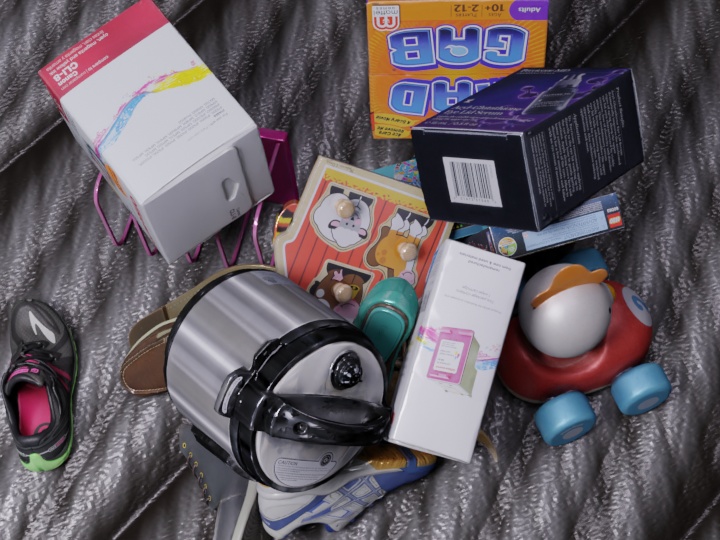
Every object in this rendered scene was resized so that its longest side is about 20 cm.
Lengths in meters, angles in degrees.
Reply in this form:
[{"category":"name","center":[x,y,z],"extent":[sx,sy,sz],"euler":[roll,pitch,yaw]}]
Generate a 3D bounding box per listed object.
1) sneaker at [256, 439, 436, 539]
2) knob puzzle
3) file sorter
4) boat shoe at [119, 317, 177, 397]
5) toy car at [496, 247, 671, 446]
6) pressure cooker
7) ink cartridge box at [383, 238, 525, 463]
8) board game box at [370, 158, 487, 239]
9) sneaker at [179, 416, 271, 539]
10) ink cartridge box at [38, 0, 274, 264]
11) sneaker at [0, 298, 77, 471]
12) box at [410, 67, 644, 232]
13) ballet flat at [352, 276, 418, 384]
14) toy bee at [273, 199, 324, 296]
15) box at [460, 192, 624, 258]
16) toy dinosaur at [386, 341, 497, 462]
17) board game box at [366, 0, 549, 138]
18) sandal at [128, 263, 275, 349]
[{"category":"sneaker","center":[-0.016,0.221,1.285],"extent":[0.198,0.089,0.075],"euler":[-6,23,-23]},{"category":"knob puzzle","center":[0.000,0.000,1.298],"extent":[0.218,0.221,0.030],"euler":[-29,29,-12]},{"category":"file sorter","center":[-0.186,-0.084,1.417],"extent":[0.198,0.139,0.127],"euler":[11,64,9]},{"category":"boat shoe","center":[-0.178,0.083,1.323],"extent":[0.201,0.075,0.075],"euler":[-27,99,16]},{"category":"toy car","center":[0.226,0.046,1.286],"extent":[0.175,0.201,0.186],"euler":[-19,62,-7]},{"category":"pressure cooker","center":[-0.073,0.109,1.179],"extent":[0.175,0.180,0.199],"euler":[-34,43,-25]},{"category":"ink cartridge box","center":[0.089,0.083,1.234],"extent":[0.084,0.145,0.202],"euler":[18,85,0]},{"category":"board game box","center":[0.085,-0.083,1.409],"extent":[0.198,0.047,0.151],"euler":[-15,26,-5]},{"category":"sneaker","center":[-0.145,0.230,1.292],"extent":[0.105,0.075,0.202],"euler":[2,62,19]},{"category":"ink cartridge box","center":[-0.206,-0.142,1.290],"extent":[0.144,0.146,0.200],"euler":[-36,68,-11]},{"category":"sneaker","center":[-0.348,0.114,1.349],"extent":[0.076,0.084,0.202],"euler":[-13,62,-4]},{"category":"box","center":[0.174,-0.129,1.275],"extent":[0.147,0.105,0.199],"euler":[8,31,43]},{"category":"ballet flat","center":[0.013,0.079,1.284],"extent":[0.067,0.201,0.071],"euler":[29,45,0]},{"category":"toy bee","center":[-0.032,0.022,1.369],"extent":[0.200,0.131,0.109],"euler":[41,95,11]},{"category":"box","center":[0.189,-0.038,1.338],"extent":[0.135,0.200,0.038],"euler":[-16,88,-4]},{"category":"toy dinosaur","center":[0.075,0.133,1.343],"extent":[0.198,0.058,0.102],"euler":[21,80,18]},{"category":"board game box","center":[0.112,-0.296,1.458],"extent":[0.197,0.201,0.201],"euler":[0,49,4]},{"category":"sandal","center":[-0.156,0.040,1.385],"extent":[0.210,0.070,0.078],"euler":[-21,98,15]}]
